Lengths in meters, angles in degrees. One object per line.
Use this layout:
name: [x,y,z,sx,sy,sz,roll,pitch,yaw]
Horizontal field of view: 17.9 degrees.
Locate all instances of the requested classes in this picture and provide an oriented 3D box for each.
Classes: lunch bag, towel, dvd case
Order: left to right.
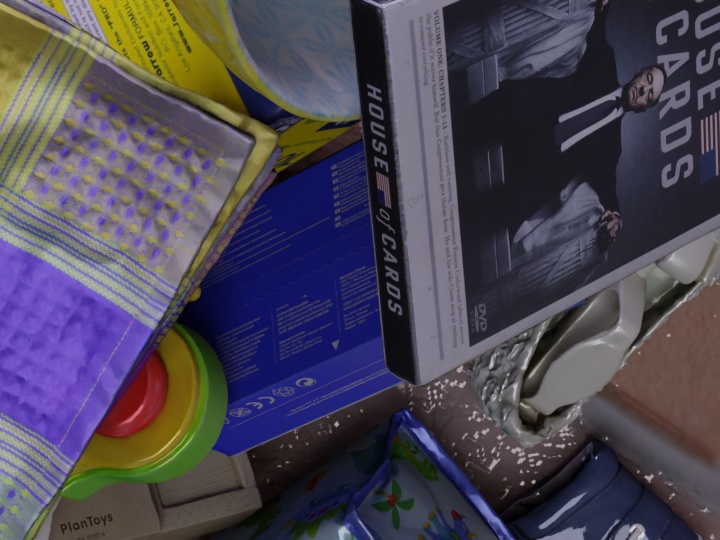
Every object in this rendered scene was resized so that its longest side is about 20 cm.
towel: [-0.135,-0.002,0.824,0.143,0.023,0.201,31,103,-15]
lunch bag: [0.009,0.198,1.029,0.170,0.128,0.200,-35,102,27]
dvd case: [0.084,-0.062,0.841,0.199,0.025,0.151,-26,125,-30]

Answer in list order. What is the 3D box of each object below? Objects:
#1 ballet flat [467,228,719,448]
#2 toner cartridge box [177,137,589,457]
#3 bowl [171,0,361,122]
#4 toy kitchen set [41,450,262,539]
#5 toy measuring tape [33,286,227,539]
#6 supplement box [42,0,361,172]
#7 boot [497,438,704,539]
ballet flat: [0.126,0.004,1.014,0.072,0.072,0.200,35,109,-14]
toner cartridge box: [0.000,0.000,0.958,0.199,0.096,0.043,-25,145,34]
bowl: [-0.018,-0.164,0.789,0.107,0.199,0.202,28,118,31]
toy kitchen set: [-0.186,0.075,1.055,0.199,0.180,0.164,-11,76,-29]
toy measuring tape: [-0.099,0.089,0.934,0.073,0.074,0.202,16,82,-7]
supplement box: [-0.101,-0.069,0.915,0.199,0.109,0.110,-30,84,29]
boot: [0.071,0.171,1.094,0.200,0.073,0.090,-42,98,11]
